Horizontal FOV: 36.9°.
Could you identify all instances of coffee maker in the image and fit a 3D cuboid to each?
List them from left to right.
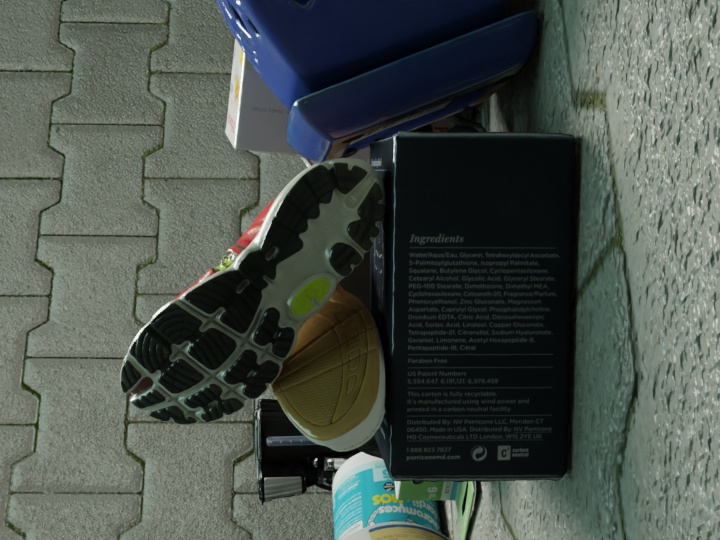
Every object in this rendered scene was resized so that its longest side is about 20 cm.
[{"bbox_3d":[-0.043,0.214,1.451,0.135,0.199,0.193,99,170,-58],"label":"coffee maker"}]

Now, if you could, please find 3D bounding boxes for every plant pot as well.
[{"bbox_3d":[0.006,-0.187,0.764,0.200,0.199,0.180,179,70,-84],"label":"plant pot"}]

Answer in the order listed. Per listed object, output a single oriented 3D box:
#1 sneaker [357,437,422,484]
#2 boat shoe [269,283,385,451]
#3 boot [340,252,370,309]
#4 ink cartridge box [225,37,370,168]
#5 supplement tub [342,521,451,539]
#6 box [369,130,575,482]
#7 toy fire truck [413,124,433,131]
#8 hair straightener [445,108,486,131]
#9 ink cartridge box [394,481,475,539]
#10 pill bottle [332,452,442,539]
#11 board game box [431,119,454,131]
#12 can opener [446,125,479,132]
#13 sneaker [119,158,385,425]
[{"bbox_3d":[0.065,0.072,0.859,0.200,0.114,0.075,-56,22,-3],"label":"sneaker"},{"bbox_3d":[-0.018,0.054,0.678,0.069,0.071,0.200,63,-178,-31],"label":"boat shoe"},{"bbox_3d":[0.000,0.000,0.977,0.200,0.064,0.187,-112,15,-67],"label":"boot"},{"bbox_3d":[-0.047,-0.179,0.947,0.129,0.125,0.201,-127,44,-74],"label":"ink cartridge box"},{"bbox_3d":[0.035,0.274,0.777,0.200,0.144,0.145,-160,70,-86],"label":"supplement tub"},{"bbox_3d":[0.063,0.015,0.679,0.148,0.107,0.201,-126,36,-83],"label":"box"},{"bbox_3d":[0.019,-0.105,1.025,0.200,0.049,0.141,-106,26,-49],"label":"toy fire truck"},{"bbox_3d":[0.080,-0.203,0.903,0.077,0.041,0.201,0,-108,-55],"label":"hair straightener"},{"bbox_3d":[0.061,0.144,0.993,0.104,0.059,0.200,95,174,-46],"label":"ink cartridge box"},{"bbox_3d":[0.030,0.283,1.078,0.200,0.110,0.111,-96,8,-52],"label":"pill bottle"},{"bbox_3d":[0.061,-0.090,1.115,0.200,0.046,0.152,104,166,-72],"label":"board game box"},{"bbox_3d":[0.040,-0.010,0.796,0.067,0.053,0.201,8,72,51],"label":"can opener"},{"bbox_3d":[-0.059,0.013,0.648,0.077,0.200,0.085,46,-175,-10],"label":"sneaker"}]
